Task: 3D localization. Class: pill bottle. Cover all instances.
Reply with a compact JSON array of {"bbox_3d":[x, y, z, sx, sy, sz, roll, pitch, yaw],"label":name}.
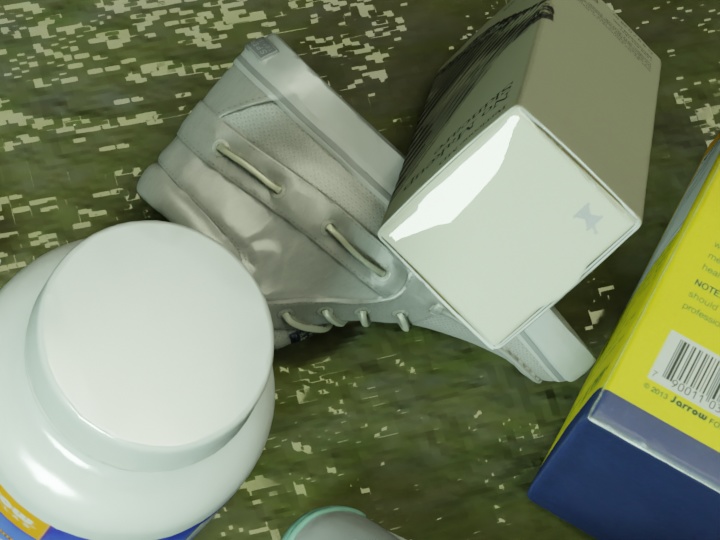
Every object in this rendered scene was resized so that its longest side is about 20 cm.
[{"bbox_3d":[-0.095,0.053,0.949,0.112,0.200,0.112,5,70,-14],"label":"pill bottle"}]

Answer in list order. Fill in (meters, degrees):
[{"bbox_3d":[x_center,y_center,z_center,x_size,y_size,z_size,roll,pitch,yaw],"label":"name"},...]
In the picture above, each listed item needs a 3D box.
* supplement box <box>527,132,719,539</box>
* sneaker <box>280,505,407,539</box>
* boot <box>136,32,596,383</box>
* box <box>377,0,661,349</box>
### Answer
[{"bbox_3d":[0.170,0.024,1.081,0.109,0.109,0.200,29,66,3],"label":"supplement box"},{"bbox_3d":[0.047,0.165,0.985,0.078,0.140,0.200,-33,84,-23],"label":"sneaker"},{"bbox_3d":[0.000,0.000,1.078,0.200,0.074,0.096,43,93,-11],"label":"boot"},{"bbox_3d":[0.068,-0.052,1.036,0.068,0.082,0.200,44,21,-9],"label":"box"}]
